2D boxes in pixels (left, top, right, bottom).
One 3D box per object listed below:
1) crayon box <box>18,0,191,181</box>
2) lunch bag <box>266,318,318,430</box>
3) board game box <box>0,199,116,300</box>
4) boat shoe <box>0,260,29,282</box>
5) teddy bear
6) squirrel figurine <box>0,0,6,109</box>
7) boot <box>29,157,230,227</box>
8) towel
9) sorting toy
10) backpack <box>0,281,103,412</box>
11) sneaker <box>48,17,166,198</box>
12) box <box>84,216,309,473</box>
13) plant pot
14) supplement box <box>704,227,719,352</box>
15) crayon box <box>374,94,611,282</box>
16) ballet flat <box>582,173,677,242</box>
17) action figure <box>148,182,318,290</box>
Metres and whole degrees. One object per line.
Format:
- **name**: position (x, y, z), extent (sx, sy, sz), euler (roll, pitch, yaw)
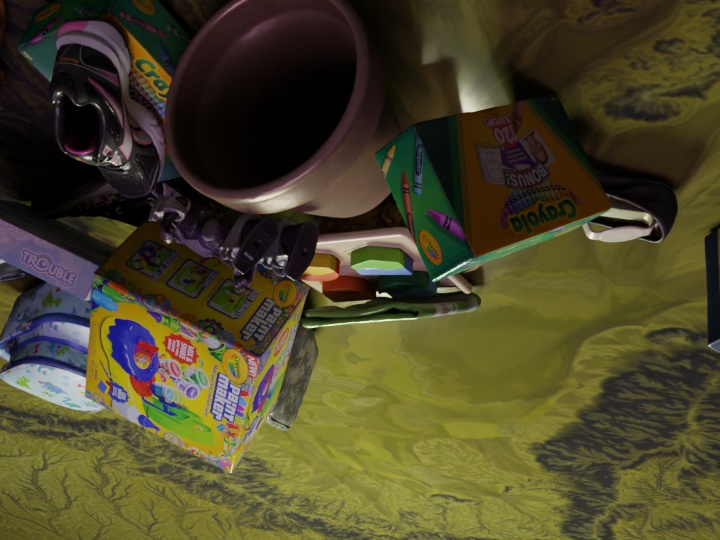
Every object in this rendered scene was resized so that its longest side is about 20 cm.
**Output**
- **crayon box**: position (-0.204, -0.176, 0.949), extent (0.118, 0.059, 0.200), euler (-11, 141, 31)
- **lunch bag**: position (-0.155, 0.116, 1.293), extent (0.167, 0.140, 0.200), euler (19, 170, 8)
- **board game box**: position (-0.345, -0.026, 1.117), extent (0.199, 0.044, 0.199), euler (25, -179, 7)
- **boat shoe**: position (-0.509, -0.009, 1.302), extent (0.199, 0.075, 0.062), euler (-7, 137, 18)
- **teddy bear**: position (0.053, -0.042, 1.090), extent (0.199, 0.067, 0.145), euler (3, 162, 10)
- **squirrel figurine**: position (-0.412, -0.164, 0.929), extent (0.141, 0.188, 0.200), euler (8, 147, 6)
- **boot**: position (-0.262, -0.067, 1.136), extent (0.203, 0.074, 0.154), euler (-14, 142, 36)
- **towel**: position (0.040, 0.041, 1.148), extent (0.148, 0.031, 0.200), euler (-7, 178, 24)
- **sorting toy**: position (0.000, 0.000, 1.064), extent (0.199, 0.037, 0.185), euler (0, 164, 24)
- **backpack**: position (-0.374, 0.099, 1.354), extent (0.183, 0.148, 0.200), euler (30, 140, -30)
- **sneaker**: position (-0.235, -0.123, 0.891), extent (0.080, 0.087, 0.200), euler (5, 147, 13)
- **box**: position (-0.180, 0.078, 1.086), extent (0.192, 0.122, 0.201), euler (25, 133, 8)
- **plant pot**: position (-0.044, -0.129, 0.896), extent (0.199, 0.202, 0.174), euler (-8, 161, 27)
- **supplement box**: position (0.476, 0.016, 0.969), extent (0.199, 0.135, 0.200), euler (25, 145, -19)
- **crayon box**: position (0.118, -0.075, 0.866), extent (0.199, 0.119, 0.058), euler (-19, 171, -42)
- **ballet flat**: position (0.213, -0.068, 0.986), extent (0.199, 0.069, 0.068), euler (9, 148, 4)
- **action figure**: position (-0.130, -0.030, 0.942), extent (0.130, 0.070, 0.199), euler (28, 169, -36)
